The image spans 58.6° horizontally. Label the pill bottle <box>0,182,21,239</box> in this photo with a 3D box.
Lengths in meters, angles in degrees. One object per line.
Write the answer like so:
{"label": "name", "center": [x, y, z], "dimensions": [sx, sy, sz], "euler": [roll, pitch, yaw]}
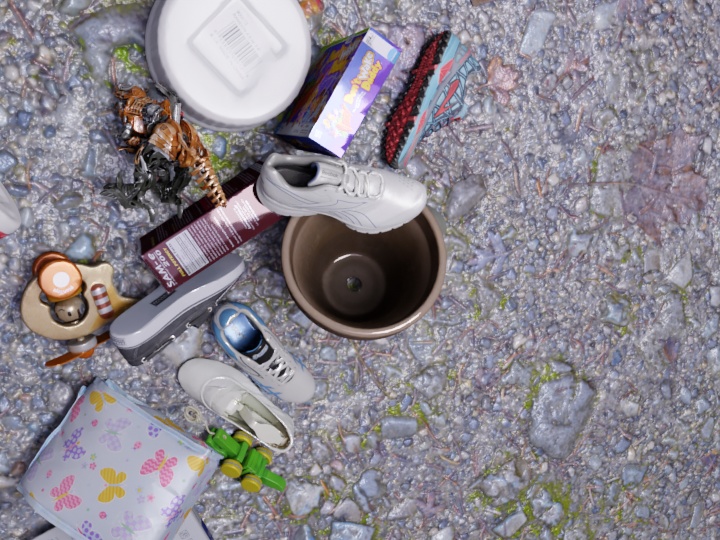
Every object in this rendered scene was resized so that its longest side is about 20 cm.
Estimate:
{"label": "pill bottle", "center": [-0.492, -0.042, 0.698], "dimensions": [0.199, 0.111, 0.111], "euler": [-33, 112, -10]}

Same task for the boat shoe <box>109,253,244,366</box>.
{"label": "boat shoe", "center": [-0.224, 0.050, 0.821], "dimensions": [0.200, 0.070, 0.067], "euler": [-43, 137, -39]}

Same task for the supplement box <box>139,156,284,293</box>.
{"label": "supplement box", "center": [-0.177, -0.062, 0.810], "dimensions": [0.199, 0.109, 0.061], "euler": [-34, 112, -8]}

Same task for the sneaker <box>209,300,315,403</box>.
{"label": "sneaker", "center": [-0.133, 0.122, 0.892], "dimensions": [0.072, 0.072, 0.200], "euler": [-44, 115, -7]}

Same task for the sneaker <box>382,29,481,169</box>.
{"label": "sneaker", "center": [0.106, -0.223, 0.891], "dimensions": [0.095, 0.079, 0.201], "euler": [26, 94, -26]}

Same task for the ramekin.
{"label": "ramekin", "center": [-0.155, -0.268, 0.773], "dimensions": [0.199, 0.098, 0.202], "euler": [-5, 105, -18]}

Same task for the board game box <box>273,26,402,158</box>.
{"label": "board game box", "center": [-0.036, -0.210, 0.775], "dimensions": [0.045, 0.200, 0.135], "euler": [29, 92, -22]}

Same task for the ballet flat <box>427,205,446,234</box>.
{"label": "ballet flat", "center": [0.045, -0.075, 0.912], "dimensions": [0.199, 0.064, 0.068], "euler": [15, 96, -23]}

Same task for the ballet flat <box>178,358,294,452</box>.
{"label": "ballet flat", "center": [-0.166, 0.192, 0.901], "dimensions": [0.200, 0.069, 0.070], "euler": [42, 87, -23]}

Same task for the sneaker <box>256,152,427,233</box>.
{"label": "sneaker", "center": [-0.020, -0.090, 0.726], "dimensions": [0.198, 0.087, 0.075], "euler": [4, 78, -5]}

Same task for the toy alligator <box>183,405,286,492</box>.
{"label": "toy alligator", "center": [-0.190, 0.262, 0.919], "dimensions": [0.054, 0.059, 0.200], "euler": [-29, 117, 33]}

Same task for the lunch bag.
{"label": "lunch bag", "center": [-0.304, 0.253, 0.815], "dimensions": [0.199, 0.127, 0.170], "euler": [28, 72, 7]}

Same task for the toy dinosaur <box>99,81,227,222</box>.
{"label": "toy dinosaur", "center": [-0.232, -0.136, 0.746], "dimensions": [0.102, 0.200, 0.136], "euler": [7, 124, -42]}

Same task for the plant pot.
{"label": "plant pot", "center": [0.000, 0.000, 0.839], "dimensions": [0.199, 0.175, 0.202], "euler": [1, 76, -4]}

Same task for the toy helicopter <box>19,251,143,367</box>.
{"label": "toy helicopter", "center": [-0.319, 0.056, 0.809], "dimensions": [0.199, 0.079, 0.133], "euler": [9, 94, -34]}

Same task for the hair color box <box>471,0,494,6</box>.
{"label": "hair color box", "center": [0.193, -0.410, 0.808], "dimensions": [0.065, 0.200, 0.110], "euler": [-32, 112, -8]}

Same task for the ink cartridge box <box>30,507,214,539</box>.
{"label": "ink cartridge box", "center": [-0.323, 0.393, 0.906], "dimensions": [0.199, 0.043, 0.197], "euler": [-26, 109, -10]}
